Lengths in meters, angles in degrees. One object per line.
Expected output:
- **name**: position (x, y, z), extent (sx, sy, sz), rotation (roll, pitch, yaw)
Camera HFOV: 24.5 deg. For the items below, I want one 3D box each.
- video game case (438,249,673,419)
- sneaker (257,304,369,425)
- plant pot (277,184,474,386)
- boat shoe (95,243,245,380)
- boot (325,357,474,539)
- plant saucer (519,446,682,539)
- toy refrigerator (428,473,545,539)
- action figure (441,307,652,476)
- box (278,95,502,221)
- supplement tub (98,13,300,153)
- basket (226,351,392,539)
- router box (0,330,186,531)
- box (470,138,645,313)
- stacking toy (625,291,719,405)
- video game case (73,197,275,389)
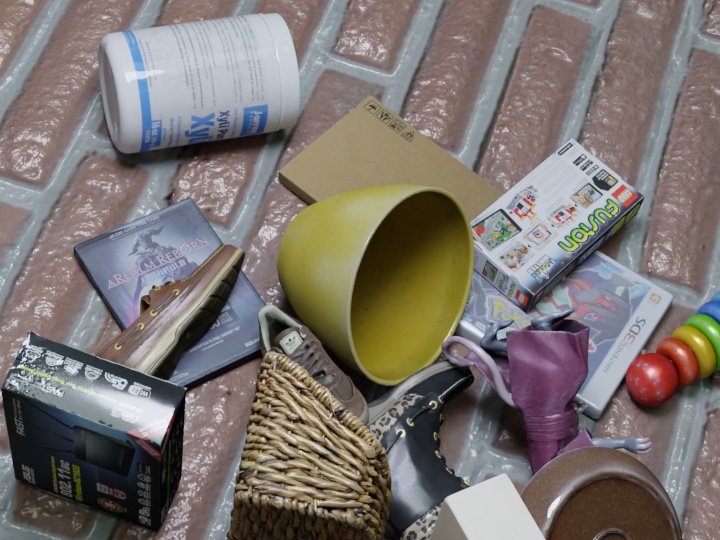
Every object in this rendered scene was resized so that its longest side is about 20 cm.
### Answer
- **video game case**: position (0.209, 0.040, 1.761), extent (0.199, 0.023, 0.183), rotation (31, 55, 12)
- **sneaker**: position (-0.057, 0.098, 1.586), extent (0.070, 0.076, 0.200), rotation (-35, 29, -8)
- **plant pot**: position (0.000, 0.000, 1.668), extent (0.141, 0.201, 0.200), rotation (18, 48, 37)
- **boat shoe**: position (-0.186, 0.040, 1.638), extent (0.067, 0.072, 0.200), rotation (32, 58, 10)
- **boot**: position (0.070, 0.181, 1.605), extent (0.199, 0.073, 0.151), rotation (-27, 70, -40)
- **plant saucer**: position (0.225, 0.264, 1.530), extent (0.198, 0.034, 0.203), rotation (3, 84, -26)
- **toy refrigerator**: position (0.103, 0.267, 1.469), extent (0.069, 0.201, 0.076), rotation (-19, 59, -21)
- **action figure**: position (0.183, 0.144, 1.604), extent (0.148, 0.134, 0.202), rotation (-12, 91, -23)
- **box**: position (0.033, -0.091, 1.823), extent (0.199, 0.021, 0.163), rotation (38, 57, 16)
- **supplement tub**: position (-0.177, -0.204, 1.799), extent (0.198, 0.132, 0.133), rotation (-10, 57, -16)
- **basket**: position (-0.040, 0.183, 1.495), extent (0.141, 0.200, 0.150), rotation (11, 61, -2)
- **router box**: position (-0.238, 0.149, 1.491), extent (0.149, 0.201, 0.063), rotation (20, 58, 5)
- **box**: position (0.204, -0.051, 1.789), extent (0.110, 0.035, 0.200), rotation (41, 58, 18)
- **stacking toy**: position (0.358, 0.075, 1.731), extent (0.199, 0.086, 0.086), rotation (-28, 64, -22)
- **video game case**: position (-0.186, 0.025, 1.704), extent (0.142, 0.019, 0.201), rotation (-24, 63, -25)
